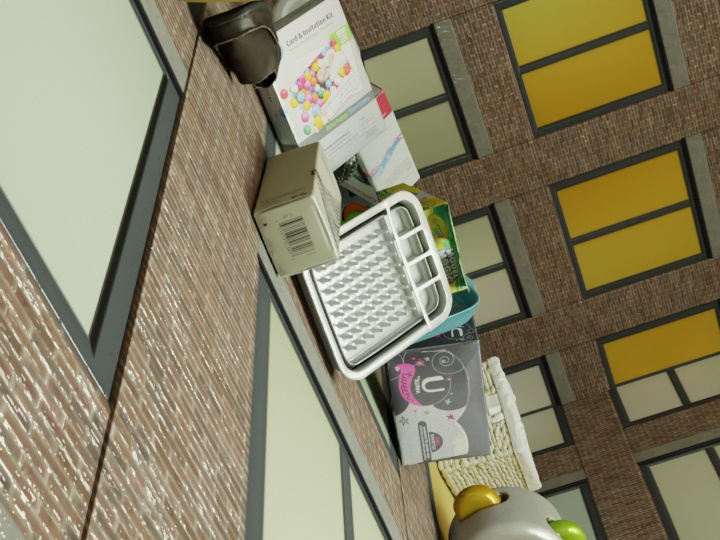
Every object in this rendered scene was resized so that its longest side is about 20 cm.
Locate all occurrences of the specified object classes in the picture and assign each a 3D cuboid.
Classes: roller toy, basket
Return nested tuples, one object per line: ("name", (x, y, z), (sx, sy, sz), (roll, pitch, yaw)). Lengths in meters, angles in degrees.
("roller toy", (0.222, 0.425, 1.696), (0.140, 0.200, 0.183), (-87, -168, -71))
("basket", (0.220, 0.301, 2.061), (0.200, 0.161, 0.198), (60, 13, -54))

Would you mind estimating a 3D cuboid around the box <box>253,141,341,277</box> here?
("box", (-0.065, -0.071, 1.241), (0.200, 0.068, 0.082), (-90, 160, -66))

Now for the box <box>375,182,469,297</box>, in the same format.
("box", (0.082, -0.039, 1.451), (0.200, 0.048, 0.118), (-148, -140, -69))

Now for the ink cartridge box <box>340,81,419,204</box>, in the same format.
("ink cartridge box", (-0.010, -0.203, 1.691), (0.148, 0.086, 0.200), (33, -21, 38))

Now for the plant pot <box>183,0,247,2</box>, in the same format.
("plant pot", (-0.127, -0.385, 1.148), (0.200, 0.176, 0.200), (-99, 167, -52))

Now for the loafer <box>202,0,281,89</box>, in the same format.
("loafer", (-0.119, -0.248, 1.264), (0.200, 0.073, 0.071), (-2, 73, -82))

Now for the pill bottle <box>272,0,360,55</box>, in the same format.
("pill bottle", (-0.065, -0.358, 1.802), (0.200, 0.111, 0.111), (55, 17, -67))

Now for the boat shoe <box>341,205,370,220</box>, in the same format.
("boat shoe", (0.000, 0.000, 1.573), (0.074, 0.060, 0.200), (-35, -134, 57))

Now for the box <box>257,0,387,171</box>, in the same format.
("box", (-0.057, -0.234, 1.463), (0.156, 0.041, 0.200), (-41, 120, -34))

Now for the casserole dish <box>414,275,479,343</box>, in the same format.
("casserole dish", (0.064, 0.053, 1.489), (0.121, 0.200, 0.039), (40, -40, 46))

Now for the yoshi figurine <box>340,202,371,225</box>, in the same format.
("yoshi figurine", (-0.002, -0.015, 1.440), (0.200, 0.112, 0.113), (-76, 153, -71))

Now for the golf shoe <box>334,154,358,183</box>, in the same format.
("golf shoe", (-0.060, -0.198, 1.582), (0.200, 0.077, 0.088), (62, 6, -51))

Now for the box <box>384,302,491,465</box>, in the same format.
("box", (0.103, 0.155, 1.559), (0.115, 0.132, 0.200), (-95, 176, -60))

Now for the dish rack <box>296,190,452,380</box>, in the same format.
("dish rack", (0.012, 0.016, 1.321), (0.200, 0.043, 0.172), (-33, 110, -38))

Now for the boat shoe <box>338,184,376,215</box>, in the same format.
("boat shoe", (0.004, -0.091, 1.783), (0.200, 0.073, 0.065), (-98, 163, -52))
